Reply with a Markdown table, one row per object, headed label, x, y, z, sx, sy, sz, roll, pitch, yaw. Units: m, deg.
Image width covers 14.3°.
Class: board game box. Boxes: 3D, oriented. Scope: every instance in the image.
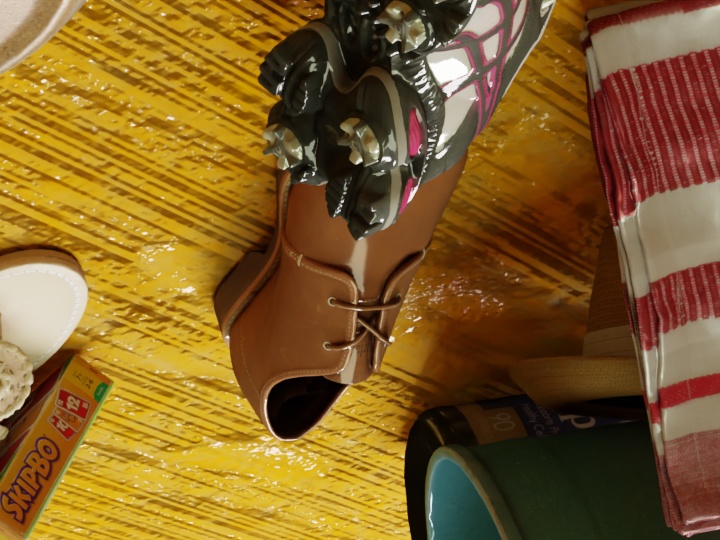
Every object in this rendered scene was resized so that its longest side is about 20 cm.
| label | x | y | z | sx | sy | sz | roll | pitch | yaw |
| --- | --- | --- | --- | --- | --- | --- | --- | --- | --- |
| board game box | -0.178 | 0.117 | 1.206 | 0.030 | 0.096 | 0.200 | 36 | 133 | -10 |

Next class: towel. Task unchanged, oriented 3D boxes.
| label | x | y | z | sx | sy | sz | roll | pitch | yaw |
| --- | --- | --- | --- | --- | --- | --- | --- | --- | --- |
| towel | 0.165 | -0.011 | 1.044 | 0.144 | 0.201 | 0.023 | -13 | -167 | -5 |

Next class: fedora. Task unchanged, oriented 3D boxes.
| label | x | y | z | sx | sy | sz | roll | pitch | yaw |
| --- | --- | --- | --- | --- | --- | --- | --- | --- | --- |
| fedora | 0.159 | 0.016 | 1.162 | 0.200 | 0.082 | 0.201 | -1 | 172 | 0 |

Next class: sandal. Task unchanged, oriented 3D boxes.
| label | x | y | z | sx | sy | sz | roll | pitch | yaw |
| --- | --- | --- | --- | --- | --- | --- | --- | --- | --- |
| sandal | -0.175 | 0.073 | 1.139 | 0.212 | 0.070 | 0.078 | -33 | 149 | 33 |

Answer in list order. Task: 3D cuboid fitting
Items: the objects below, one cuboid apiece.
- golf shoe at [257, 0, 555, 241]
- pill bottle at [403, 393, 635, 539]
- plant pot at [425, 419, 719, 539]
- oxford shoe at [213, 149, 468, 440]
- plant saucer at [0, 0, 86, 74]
| label | x | y | z | sx | sy | sz | roll | pitch | yaw |
| --- | --- | --- | --- | --- | --- | --- | --- | --- | --- |
| golf shoe | 0.023 | -0.099 | 0.926 | 0.088 | 0.077 | 0.200 | -33 | 160 | -30 |
| pill bottle | 0.128 | 0.104 | 1.315 | 0.199 | 0.112 | 0.112 | -9 | 153 | -13 |
| plant pot | 0.145 | 0.146 | 1.164 | 0.188 | 0.200 | 0.200 | -14 | 154 | -10 |
| oxford shoe | 0.000 | 0.000 | 1.089 | 0.071 | 0.071 | 0.200 | -2 | 150 | -20 |
| plant saucer | -0.156 | -0.095 | 0.856 | 0.200 | 0.036 | 0.200 | -12 | 154 | -6 |
